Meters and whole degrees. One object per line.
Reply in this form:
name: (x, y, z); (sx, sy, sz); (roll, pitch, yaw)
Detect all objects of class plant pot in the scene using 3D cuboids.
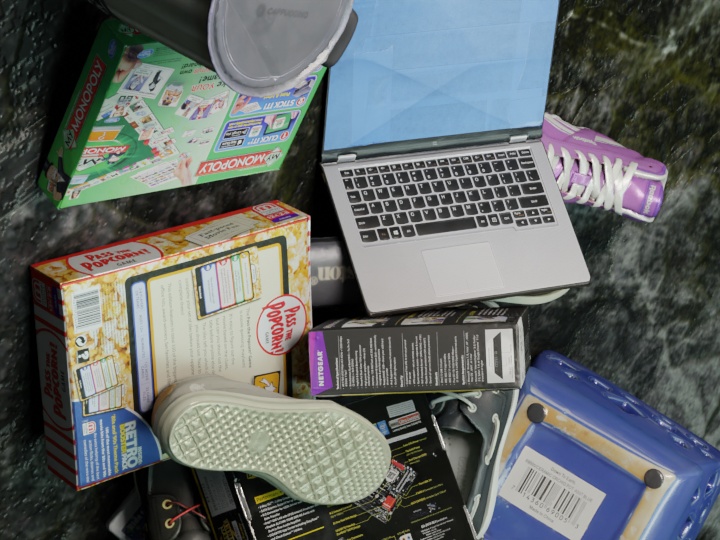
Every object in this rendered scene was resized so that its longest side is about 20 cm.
plant pot: (0.178, 0.195, 1.820); (0.201, 0.199, 0.180); (-60, 166, 3)

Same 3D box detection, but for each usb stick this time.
usb stick: (0.000, 0.000, 1.603); (0.199, 0.033, 0.056); (-3, 112, -21)

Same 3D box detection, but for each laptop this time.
laptop: (0.076, -0.090, 1.583); (0.186, 0.201, 0.116); (-8, 156, -23)

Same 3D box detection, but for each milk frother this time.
milk frother: (-0.075, -0.229, 1.295); (0.180, 0.188, 0.201); (-4, 117, -50)

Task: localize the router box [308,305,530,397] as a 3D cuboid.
router box: (0.048, 0.057, 1.588); (0.200, 0.148, 0.051); (-18, 105, -83)

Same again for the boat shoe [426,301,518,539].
boat shoe: (0.080, 0.122, 1.705); (0.060, 0.075, 0.201); (-8, 99, -67)

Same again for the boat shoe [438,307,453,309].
boat shoe: (0.079, 0.102, 1.794); (0.073, 0.067, 0.201); (-34, 136, -30)

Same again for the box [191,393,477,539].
box: (-0.012, 0.182, 1.581); (0.199, 0.049, 0.161); (-16, 82, -40)

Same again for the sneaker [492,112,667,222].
sneaker: (0.181, -0.079, 1.734); (0.200, 0.114, 0.073); (-8, 118, -56)

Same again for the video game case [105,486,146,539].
video game case: (-0.070, 0.197, 1.621); (0.200, 0.018, 0.143); (41, 79, -12)

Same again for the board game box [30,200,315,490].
board game box: (-0.124, 0.049, 1.498); (0.199, 0.046, 0.152); (-16, 115, -33)

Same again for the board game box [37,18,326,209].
board game box: (-0.108, -0.113, 1.435); (0.199, 0.029, 0.135); (-13, 142, -45)

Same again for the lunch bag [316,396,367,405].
lunch bag: (-0.029, 0.187, 1.721); (0.200, 0.075, 0.161); (-47, 139, -19)

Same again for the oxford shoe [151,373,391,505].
oxford shoe: (-0.062, 0.113, 1.500); (0.199, 0.058, 0.076); (16, 101, -36)

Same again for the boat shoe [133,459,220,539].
boat shoe: (-0.120, 0.185, 1.564); (0.073, 0.063, 0.203); (-6, 92, -13)

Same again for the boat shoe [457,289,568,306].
boat shoe: (0.108, -0.014, 1.717); (0.200, 0.072, 0.061); (-7, 129, -43)

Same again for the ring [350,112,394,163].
ring: (0.067, -0.105, 1.684); (0.200, 0.019, 0.201); (-27, 132, -35)
